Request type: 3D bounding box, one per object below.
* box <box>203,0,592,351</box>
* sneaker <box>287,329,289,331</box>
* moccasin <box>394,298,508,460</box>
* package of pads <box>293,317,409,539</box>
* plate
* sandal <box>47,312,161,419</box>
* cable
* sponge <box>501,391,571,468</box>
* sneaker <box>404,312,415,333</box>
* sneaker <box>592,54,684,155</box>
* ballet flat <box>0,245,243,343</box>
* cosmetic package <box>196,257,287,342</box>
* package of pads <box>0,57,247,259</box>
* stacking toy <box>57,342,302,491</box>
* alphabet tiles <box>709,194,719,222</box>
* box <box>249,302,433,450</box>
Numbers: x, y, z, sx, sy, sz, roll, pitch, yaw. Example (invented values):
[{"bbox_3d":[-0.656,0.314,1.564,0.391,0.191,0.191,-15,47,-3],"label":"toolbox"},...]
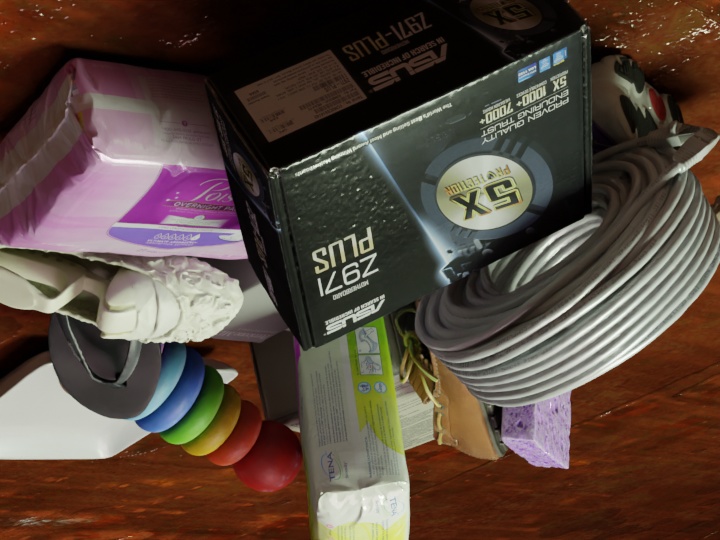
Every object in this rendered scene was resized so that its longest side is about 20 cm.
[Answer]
[{"bbox_3d":[0.027,-0.069,1.056,0.200,0.086,0.164,-25,144,-13],"label":"box"},{"bbox_3d":[0.000,0.000,1.343,0.200,0.075,0.088,-19,148,38],"label":"sneaker"},{"bbox_3d":[0.061,0.065,1.320,0.078,0.074,0.201,4,151,16],"label":"moccasin"},{"bbox_3d":[-0.007,0.135,1.303,0.068,0.155,0.200,-7,148,-3],"label":"package of pads"},{"bbox_3d":[-0.235,0.108,1.528,0.200,0.032,0.200,6,150,-44],"label":"plate"},{"bbox_3d":[-0.173,0.026,1.224,0.076,0.043,0.200,0,129,-2],"label":"sandal"},{"bbox_3d":[0.131,0.001,1.161,0.200,0.069,0.200,-12,-148,53],"label":"cable"},{"bbox_3d":[0.136,0.041,1.378,0.030,0.200,0.112,-1,163,20],"label":"sponge"},{"bbox_3d":[0.107,0.080,1.426,0.072,0.083,0.200,-10,160,35],"label":"sneaker"},{"bbox_3d":[0.175,-0.090,1.274,0.083,0.081,0.200,-10,154,26],"label":"sneaker"},{"bbox_3d":[-0.176,0.012,1.163,0.200,0.072,0.072,16,155,-4],"label":"ballet flat"},{"bbox_3d":[-0.036,-0.027,1.246,0.200,0.090,0.107,-31,158,30],"label":"cosmetic package"},{"bbox_3d":[-0.114,-0.063,1.110,0.200,0.076,0.120,3,152,-40],"label":"package of pads"},{"bbox_3d":[-0.124,0.101,1.366,0.085,0.085,0.200,-30,126,34],"label":"stacking toy"},{"bbox_3d":[0.198,0.001,1.260,0.200,0.015,0.196,-42,178,16],"label":"alphabet tiles"},{"bbox_3d":[0.015,0.070,1.493,0.128,0.109,0.200,-23,157,23],"label":"box"}]
